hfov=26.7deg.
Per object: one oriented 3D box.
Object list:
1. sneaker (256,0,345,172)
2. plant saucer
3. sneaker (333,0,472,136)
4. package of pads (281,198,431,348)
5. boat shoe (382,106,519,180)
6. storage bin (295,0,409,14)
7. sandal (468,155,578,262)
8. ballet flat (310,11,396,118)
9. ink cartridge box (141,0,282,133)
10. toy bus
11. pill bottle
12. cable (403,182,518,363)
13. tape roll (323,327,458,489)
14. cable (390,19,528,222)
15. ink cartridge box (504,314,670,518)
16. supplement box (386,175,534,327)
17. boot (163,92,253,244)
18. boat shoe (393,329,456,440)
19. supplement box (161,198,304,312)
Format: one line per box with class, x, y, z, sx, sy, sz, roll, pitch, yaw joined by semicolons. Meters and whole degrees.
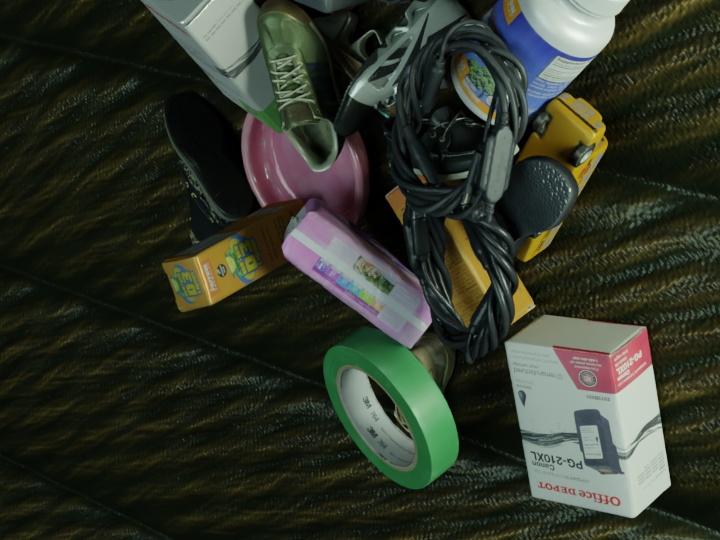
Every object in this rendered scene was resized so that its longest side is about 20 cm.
sneaker;-0.064;-0.198;1.690;0.066;0.090;0.201;-10;130;18
plant saucer;-0.060;-0.133;1.866;0.199;0.051;0.203;22;126;35
sneaker;0.050;-0.213;1.663;0.088;0.074;0.200;41;108;4
package of pads;0.000;0.000;1.783;0.199;0.121;0.076;36;100;-7
boat shoe;0.089;-0.142;1.612;0.199;0.074;0.067;12;129;60
storage bin;-0.051;-0.351;1.677;0.199;0.134;0.147;27;128;31
sandal;0.171;-0.066;1.579;0.077;0.043;0.200;61;152;8
ballet flat;-0.008;-0.252;1.748;0.199;0.068;0.073;39;114;21
ink cartridge box;-0.154;-0.271;1.757;0.145;0.084;0.200;39;174;46
toy bus;0.202;-0.101;1.615;0.065;0.078;0.201;43;135;18
pill bottle;0.185;-0.242;1.528;0.112;0.112;0.200;52;137;8
cable;0.115;0.004;1.626;0.162;0.050;0.203;10;115;53
tape roll;0.035;0.167;1.832;0.200;0.048;0.202;40;150;30
cable;0.097;-0.154;1.534;0.162;0.050;0.203;20;108;46
ink cartridge box;0.256;0.163;1.705;0.144;0.084;0.202;6;116;42
supplement box;0.115;-0.023;1.739;0.069;0.066;0.201;-34;86;47
boot;-0.211;-0.116;1.999;0.205;0.073;0.154;61;155;23
boat shoe;0.069;0.169;1.898;0.072;0.065;0.202;32;131;27
supplement box;-0.142;-0.020;1.821;0.068;0.199;0.067;-7;108;45
